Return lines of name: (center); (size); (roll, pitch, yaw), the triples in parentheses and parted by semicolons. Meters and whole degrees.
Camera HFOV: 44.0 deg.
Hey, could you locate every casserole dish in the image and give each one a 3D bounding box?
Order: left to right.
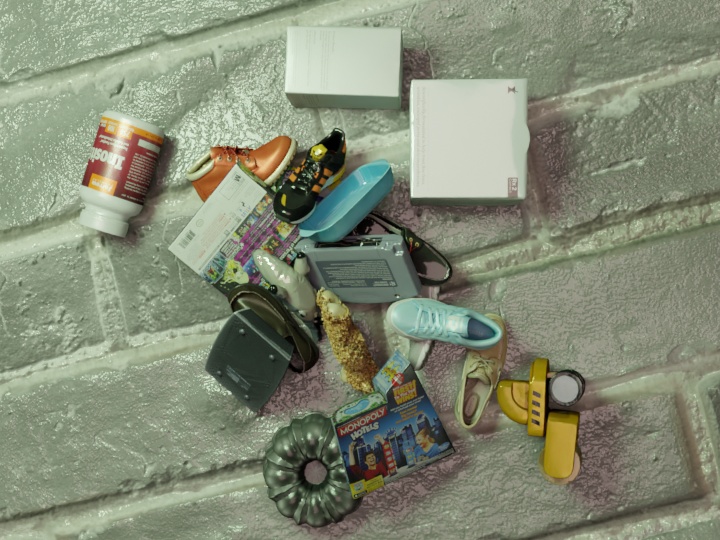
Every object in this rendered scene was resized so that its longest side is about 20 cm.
casserole dish: (-0.019, -0.109, 1.478); (0.200, 0.120, 0.039); (-45, 114, -22)

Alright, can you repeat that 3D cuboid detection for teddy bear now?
teddy bear: (-0.028, 0.124, 1.509); (0.066, 0.145, 0.202); (-29, 132, -7)

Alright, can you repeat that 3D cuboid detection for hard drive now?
hard drive: (-0.187, 0.151, 1.515); (0.134, 0.201, 0.042); (39, 49, 4)

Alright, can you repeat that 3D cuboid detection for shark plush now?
shark plush: (-0.110, 0.039, 1.531); (0.082, 0.200, 0.092); (9, 61, 43)

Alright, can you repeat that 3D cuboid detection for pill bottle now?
pill bottle: (-0.423, -0.167, 1.557); (0.111, 0.113, 0.203); (17, 90, 3)

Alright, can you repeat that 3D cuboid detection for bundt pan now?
bundt pan: (-0.078, 0.351, 1.547); (0.198, 0.076, 0.206); (0, 88, 3)

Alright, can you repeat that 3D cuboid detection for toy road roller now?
toy road roller: (0.304, 0.251, 1.510); (0.143, 0.123, 0.204); (2, 87, 17)

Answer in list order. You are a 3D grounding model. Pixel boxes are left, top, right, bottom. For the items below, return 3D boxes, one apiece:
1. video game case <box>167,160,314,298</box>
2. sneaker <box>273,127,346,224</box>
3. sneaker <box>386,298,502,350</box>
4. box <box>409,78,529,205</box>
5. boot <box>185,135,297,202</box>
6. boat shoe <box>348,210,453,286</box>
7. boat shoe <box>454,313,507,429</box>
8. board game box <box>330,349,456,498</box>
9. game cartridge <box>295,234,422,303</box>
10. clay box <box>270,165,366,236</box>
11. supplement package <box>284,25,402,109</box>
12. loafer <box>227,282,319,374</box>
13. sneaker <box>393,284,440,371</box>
video game case: (-0.203, -0.055, 1.535); (0.181, 0.036, 0.200); (39, 107, -11)
sneaker: (-0.084, -0.164, 1.483); (0.069, 0.091, 0.201); (26, 48, 13)
sneaker: (0.144, 0.083, 1.468); (0.196, 0.082, 0.075); (9, 76, -13)
box: (0.181, -0.215, 1.516); (0.196, 0.131, 0.203); (1, 88, 3)
boot: (-0.205, -0.186, 1.537); (0.198, 0.075, 0.108); (-34, 122, 7)
boat shoe: (0.066, -0.035, 1.504); (0.199, 0.063, 0.074); (31, 85, 4)
boat shoe: (0.210, 0.175, 1.539); (0.071, 0.065, 0.203); (17, 90, 3)
board game box: (0.046, 0.247, 1.483); (0.197, 0.062, 0.203); (-20, 113, -16)
game cartridge: (0.000, 0.000, 1.502); (0.197, 0.041, 0.134); (-1, 131, 26)
clay box: (-0.082, -0.110, 1.570); (0.196, 0.048, 0.117); (15, 89, 2)
supplement package: (-0.026, -0.348, 1.537); (0.196, 0.117, 0.119); (3, 88, 4)
loafer: (-0.149, 0.102, 1.534); (0.200, 0.071, 0.073); (42, 107, -10)
sneaker: (0.096, 0.073, 1.551); (0.080, 0.075, 0.204); (5, 78, 9)
